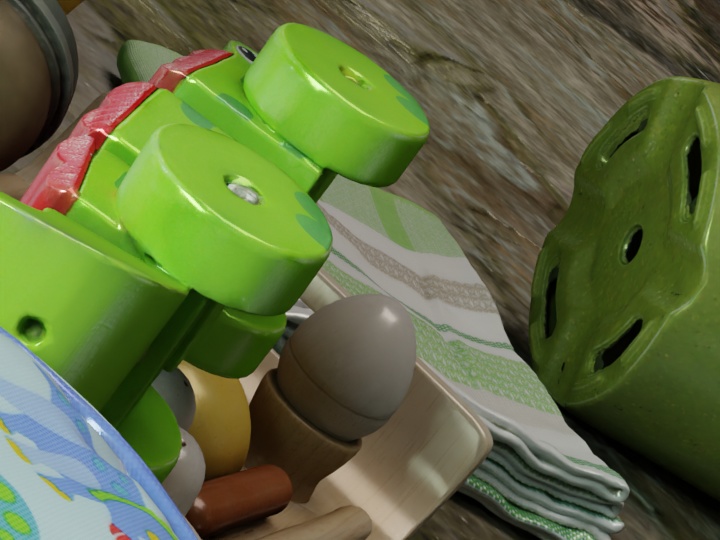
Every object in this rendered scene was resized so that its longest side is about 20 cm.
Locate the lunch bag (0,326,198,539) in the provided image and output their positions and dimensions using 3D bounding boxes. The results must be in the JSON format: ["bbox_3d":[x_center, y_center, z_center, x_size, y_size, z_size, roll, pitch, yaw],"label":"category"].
[{"bbox_3d":[-0.064,0.072,0.333,0.160,0.083,0.200,24,21,-47],"label":"lunch bag"}]

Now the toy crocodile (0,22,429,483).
[{"bbox_3d":[-0.037,-0.010,0.521,0.062,0.068,0.200,38,22,1],"label":"toy crocodile"}]

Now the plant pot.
[{"bbox_3d":[0.169,0.019,0.959,0.189,0.201,0.200,22,19,-21],"label":"plant pot"}]

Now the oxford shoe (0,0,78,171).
[{"bbox_3d":[-0.147,-0.042,0.473,0.199,0.073,0.085,12,39,-17],"label":"oxford shoe"}]

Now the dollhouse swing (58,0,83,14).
[{"bbox_3d":[-0.112,-0.167,0.707,0.181,0.176,0.200,26,15,-18],"label":"dollhouse swing"}]

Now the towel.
[{"bbox_3d":[0.000,0.000,0.846,0.149,0.031,0.200,33,15,-29],"label":"towel"}]

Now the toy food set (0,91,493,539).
[{"bbox_3d":[-0.051,0.008,0.615,0.143,0.060,0.200,43,14,12],"label":"toy food set"}]
